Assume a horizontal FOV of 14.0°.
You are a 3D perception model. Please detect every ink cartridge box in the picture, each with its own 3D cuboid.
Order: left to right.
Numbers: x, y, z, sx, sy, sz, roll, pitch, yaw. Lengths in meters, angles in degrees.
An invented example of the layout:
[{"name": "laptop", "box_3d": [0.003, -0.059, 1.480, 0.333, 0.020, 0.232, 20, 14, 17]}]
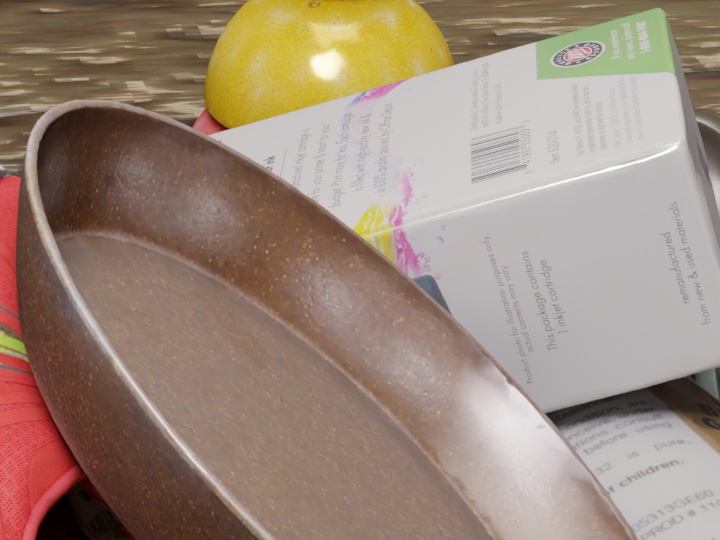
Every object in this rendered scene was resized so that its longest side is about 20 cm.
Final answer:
[{"name": "ink cartridge box", "box_3d": [0.000, 0.000, 0.818, 0.199, 0.068, 0.117, -15, 21, 9]}]

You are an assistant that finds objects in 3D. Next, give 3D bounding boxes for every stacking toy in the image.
[{"name": "stacking toy", "box_3d": [-0.009, -0.052, 1.003, 0.145, 0.201, 0.146, 3, 23, -1]}]

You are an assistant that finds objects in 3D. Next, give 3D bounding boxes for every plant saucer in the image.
[{"name": "plant saucer", "box_3d": [-0.006, 0.043, 0.658, 0.200, 0.034, 0.200, 40, 16, -14]}]

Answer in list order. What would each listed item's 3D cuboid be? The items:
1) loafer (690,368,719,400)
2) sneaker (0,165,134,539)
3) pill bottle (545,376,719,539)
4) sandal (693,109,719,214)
[{"name": "loafer", "box_3d": [0.107, 0.051, 0.974, 0.063, 0.072, 0.200, -26, 15, 15]}, {"name": "sneaker", "box_3d": [-0.084, 0.045, 0.650, 0.084, 0.077, 0.200, 18, 29, -7]}, {"name": "pill bottle", "box_3d": [0.071, 0.087, 0.808, 0.114, 0.115, 0.200, -7, 26, -22]}, {"name": "sandal", "box_3d": [0.049, 0.012, 0.938, 0.199, 0.082, 0.055, -30, -4, -10]}]
